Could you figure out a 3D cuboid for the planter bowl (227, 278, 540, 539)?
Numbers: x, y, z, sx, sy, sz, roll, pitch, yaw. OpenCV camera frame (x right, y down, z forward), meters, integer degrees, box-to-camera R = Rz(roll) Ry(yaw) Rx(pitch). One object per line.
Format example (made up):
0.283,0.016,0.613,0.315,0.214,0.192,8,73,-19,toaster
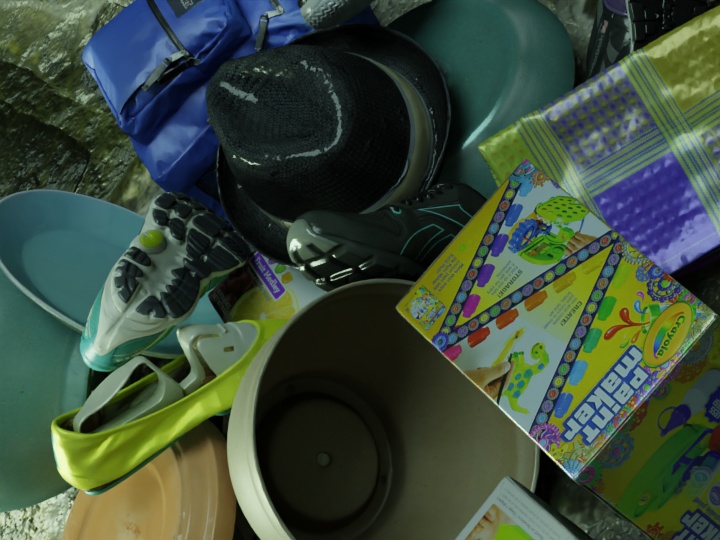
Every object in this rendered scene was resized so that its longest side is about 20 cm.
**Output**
-0.003,0.115,1.565,0.135,0.200,0.201,-25,44,63,planter bowl

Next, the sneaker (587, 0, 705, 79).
0.188,-0.125,1.633,0.088,0.076,0.201,151,129,-70,sneaker

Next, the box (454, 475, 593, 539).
0.081,0.245,1.453,0.200,0.101,0.112,-51,43,1,box

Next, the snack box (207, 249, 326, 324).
0.000,0.000,1.714,0.200,0.053,0.142,-43,46,7,snack box

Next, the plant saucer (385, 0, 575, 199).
0.053,-0.122,1.696,0.200,0.036,0.200,-20,50,25,plant saucer

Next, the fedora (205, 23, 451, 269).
-0.038,-0.099,1.651,0.200,0.092,0.201,-15,61,30,fedora

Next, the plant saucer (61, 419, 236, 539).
-0.155,0.189,1.664,0.200,0.032,0.201,-34,45,43,plant saucer

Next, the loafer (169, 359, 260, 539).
-0.109,0.121,1.722,0.072,0.063,0.200,-34,46,21,loafer

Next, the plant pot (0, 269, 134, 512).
-0.244,0.087,1.785,0.134,0.200,0.201,5,63,11,plant pot

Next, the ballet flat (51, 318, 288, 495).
-0.120,0.075,1.629,0.200,0.067,0.067,-32,29,-11,ballet flat

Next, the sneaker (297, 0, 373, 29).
0.004,-0.253,1.717,0.200,0.115,0.075,-34,-1,-43,sneaker

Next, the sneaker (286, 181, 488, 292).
0.036,-0.018,1.582,0.075,0.200,0.080,-17,65,49,sneaker

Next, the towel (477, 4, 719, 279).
0.190,-0.068,1.548,0.200,0.023,0.144,-28,86,10,towel

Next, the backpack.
-0.089,-0.156,1.814,0.200,0.168,0.163,-39,51,8,backpack

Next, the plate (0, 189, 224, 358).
-0.184,0.008,1.774,0.026,0.200,0.200,-60,39,26,plate

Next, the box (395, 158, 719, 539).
0.160,0.068,1.431,0.122,0.200,0.193,-49,44,3,box

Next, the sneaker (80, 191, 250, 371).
-0.142,0.006,1.697,0.080,0.077,0.200,-51,-2,30,sneaker
